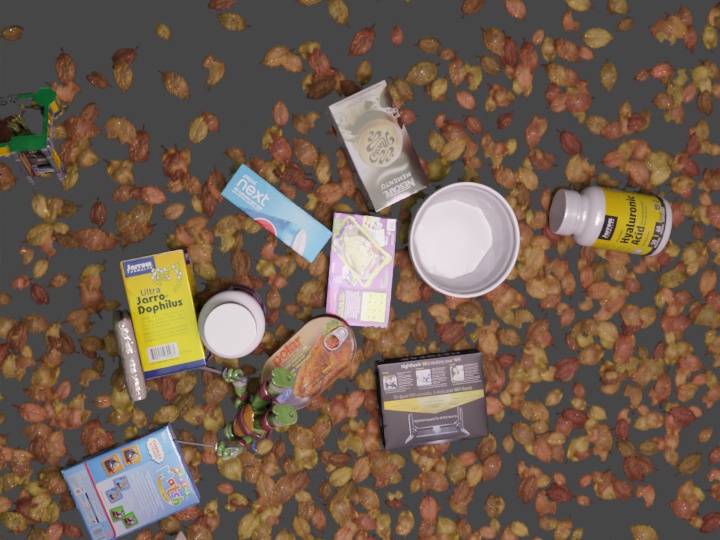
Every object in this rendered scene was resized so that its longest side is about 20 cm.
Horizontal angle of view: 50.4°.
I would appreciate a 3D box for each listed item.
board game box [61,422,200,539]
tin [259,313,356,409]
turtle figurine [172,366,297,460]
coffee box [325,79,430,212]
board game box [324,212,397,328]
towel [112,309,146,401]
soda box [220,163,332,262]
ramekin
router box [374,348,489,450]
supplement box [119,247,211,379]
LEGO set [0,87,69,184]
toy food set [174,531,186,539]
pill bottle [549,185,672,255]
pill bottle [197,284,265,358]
[{"bbox_3d":[-0.407,0.382,1.368,0.198,0.037,0.153,-22,96,-4],"label":"board game box"},{"bbox_3d":[-0.094,0.163,1.377,0.200,0.042,0.112,-42,101,7],"label":"tin"},{"bbox_3d":[-0.210,0.239,1.305,0.193,0.144,0.200,-32,109,35],"label":"turtle figurine"},{"bbox_3d":[0.030,-0.216,1.357,0.112,0.080,0.202,-26,96,-5],"label":"coffee box"},{"bbox_3d":[0.000,0.000,1.395,0.118,0.032,0.203,5,93,-10],"label":"board game box"},{"bbox_3d":[-0.388,0.136,1.274,0.034,0.200,0.134,-13,95,-18],"label":"towel"},{"bbox_3d":[-0.147,-0.100,1.353,0.199,0.064,0.068,37,89,-7],"label":"soda box"},{"bbox_3d":[0.177,-0.056,1.373,0.197,0.105,0.203,-1,95,-6],"label":"ramekin"},{"bbox_3d":[0.131,0.236,1.413,0.197,0.052,0.160,-5,94,-6],"label":"router box"},{"bbox_3d":[-0.332,0.070,1.319,0.108,0.109,0.203,-12,95,-6],"label":"supplement box"},{"bbox_3d":[-0.581,-0.215,1.290,0.197,0.116,0.155,-14,66,-9],"label":"LEGO set"},{"bbox_3d":[-0.384,0.572,1.380,0.198,0.060,0.145,-24,108,-3],"label":"toy food set"},{"bbox_3d":[0.453,-0.094,1.400,0.197,0.111,0.113,8,93,-6],"label":"pill bottle"},{"bbox_3d":[-0.215,0.086,1.288,0.110,0.200,0.113,0,94,-7],"label":"pill bottle"}]
